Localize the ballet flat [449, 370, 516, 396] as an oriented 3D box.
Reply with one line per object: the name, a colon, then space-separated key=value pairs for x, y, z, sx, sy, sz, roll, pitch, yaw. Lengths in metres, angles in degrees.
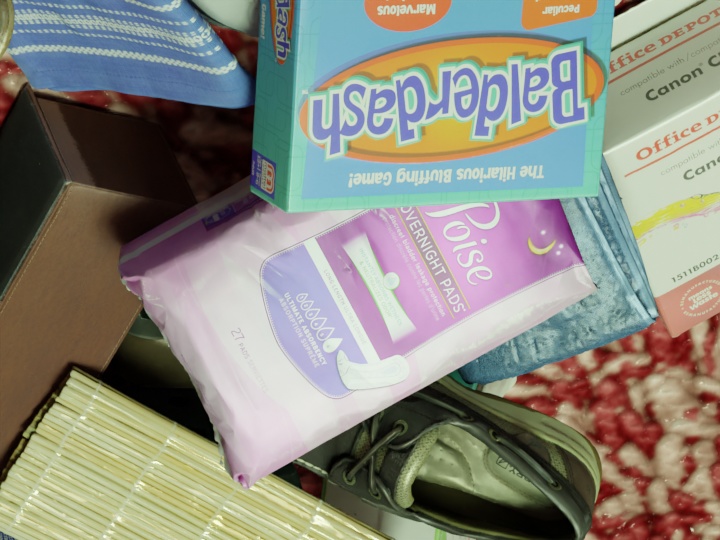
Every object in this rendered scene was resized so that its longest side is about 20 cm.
ballet flat: x=0.079 y=0.002 z=1.322 sx=0.069 sy=0.070 sz=0.201 roll=-2 pitch=134 yaw=-24

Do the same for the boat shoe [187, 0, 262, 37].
boat shoe: x=-0.025 y=-0.133 z=1.076 sx=0.199 sy=0.066 sz=0.074 roll=20 pitch=77 yaw=-51

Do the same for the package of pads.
package of pads: x=0.000 y=0.000 z=1.146 sx=0.199 sy=0.076 sz=0.121 roll=-29 pitch=109 yaw=-2

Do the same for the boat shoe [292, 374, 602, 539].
boat shoe: x=0.025 y=0.085 z=1.221 sx=0.198 sy=0.065 sz=0.074 roll=15 pitch=112 yaw=-3

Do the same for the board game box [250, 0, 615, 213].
board game box: x=0.034 y=-0.129 z=1.039 sx=0.151 sy=0.045 sz=0.202 roll=-5 pitch=108 yaw=-25

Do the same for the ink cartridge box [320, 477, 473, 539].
ink cartridge box: x=0.022 y=0.151 z=1.356 sx=0.067 sy=0.118 sz=0.200 roll=4 pitch=157 yaw=9

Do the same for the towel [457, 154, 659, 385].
towel: x=0.064 y=-0.044 z=1.211 sx=0.111 sy=0.049 sz=0.201 roll=-20 pitch=110 yaw=10

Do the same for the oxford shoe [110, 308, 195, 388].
oxford shoe: x=-0.036 y=0.027 z=1.281 sx=0.198 sy=0.073 sz=0.085 roll=1 pitch=134 yaw=-10

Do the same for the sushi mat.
sushi mat: x=-0.080 y=0.130 z=1.225 sx=0.199 sy=0.012 sz=0.096 roll=29 pitch=112 yaw=-10

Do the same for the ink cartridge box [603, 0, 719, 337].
ink cartridge box: x=0.173 y=-0.069 z=1.289 sx=0.116 sy=0.068 sz=0.200 roll=-29 pitch=137 yaw=2

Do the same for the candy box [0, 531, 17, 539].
candy box: x=-0.277 y=0.168 z=1.286 sx=0.199 sy=0.077 sz=0.170 roll=14 pitch=123 yaw=-34

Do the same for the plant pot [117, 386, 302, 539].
plant pot: x=-0.101 y=0.166 z=1.334 sx=0.140 sy=0.142 sz=0.201 roll=-4 pitch=123 yaw=-23

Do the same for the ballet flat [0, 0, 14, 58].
ballet flat: x=-0.216 y=-0.069 z=1.095 sx=0.199 sy=0.068 sz=0.072 roll=-33 pitch=160 yaw=21

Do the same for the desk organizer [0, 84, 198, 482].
desk organizer: x=-0.162 y=0.017 z=1.206 sx=0.077 sy=0.072 sz=0.201 roll=11 pitch=125 yaw=-36

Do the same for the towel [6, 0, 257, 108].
towel: x=-0.142 y=-0.131 z=1.039 sx=0.200 sy=0.144 sz=0.024 roll=46 pitch=65 yaw=-44
